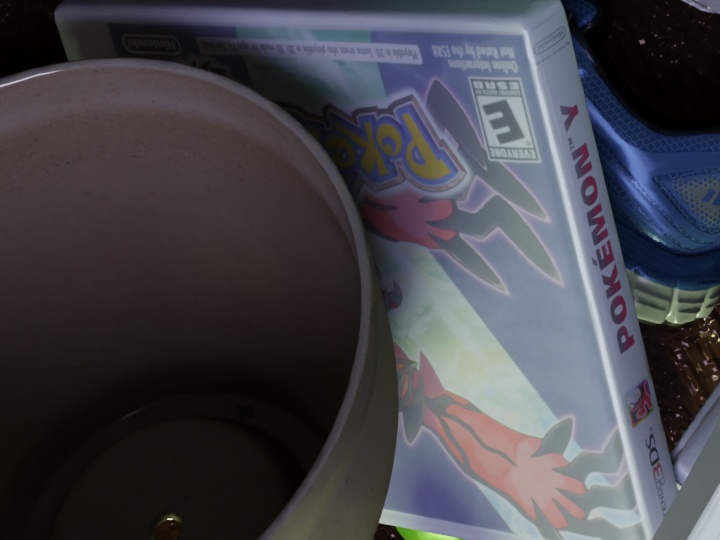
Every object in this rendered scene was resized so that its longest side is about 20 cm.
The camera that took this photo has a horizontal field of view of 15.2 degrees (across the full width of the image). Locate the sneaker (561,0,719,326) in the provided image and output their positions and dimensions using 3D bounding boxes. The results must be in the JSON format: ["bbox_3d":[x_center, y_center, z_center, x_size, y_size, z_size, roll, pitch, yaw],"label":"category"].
[{"bbox_3d":[0.040,-0.063,0.879,0.199,0.079,0.090,25,104,1],"label":"sneaker"}]

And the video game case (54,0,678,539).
[{"bbox_3d":[0.000,0.000,0.840,0.199,0.023,0.183,6,121,42],"label":"video game case"}]

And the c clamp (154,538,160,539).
[{"bbox_3d":[-0.065,0.061,0.974,0.171,0.027,0.201,35,124,32],"label":"c clamp"}]

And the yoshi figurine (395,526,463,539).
[{"bbox_3d":[0.028,0.113,0.935,0.112,0.200,0.113,-12,110,32],"label":"yoshi figurine"}]

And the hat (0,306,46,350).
[{"bbox_3d":[-0.146,0.044,0.922,0.081,0.200,0.201,47,132,25],"label":"hat"}]

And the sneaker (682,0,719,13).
[{"bbox_3d":[0.078,-0.111,0.826,0.198,0.073,0.085,-3,123,12],"label":"sneaker"}]

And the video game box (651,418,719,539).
[{"bbox_3d":[0.199,0.040,0.709,0.181,0.047,0.201,25,114,-4],"label":"video game box"}]

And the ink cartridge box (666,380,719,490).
[{"bbox_3d":[0.212,0.064,0.830,0.200,0.085,0.145,37,90,9],"label":"ink cartridge box"}]

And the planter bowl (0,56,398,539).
[{"bbox_3d":[-0.074,0.056,0.809,0.199,0.201,0.135,-5,148,15],"label":"planter bowl"}]
